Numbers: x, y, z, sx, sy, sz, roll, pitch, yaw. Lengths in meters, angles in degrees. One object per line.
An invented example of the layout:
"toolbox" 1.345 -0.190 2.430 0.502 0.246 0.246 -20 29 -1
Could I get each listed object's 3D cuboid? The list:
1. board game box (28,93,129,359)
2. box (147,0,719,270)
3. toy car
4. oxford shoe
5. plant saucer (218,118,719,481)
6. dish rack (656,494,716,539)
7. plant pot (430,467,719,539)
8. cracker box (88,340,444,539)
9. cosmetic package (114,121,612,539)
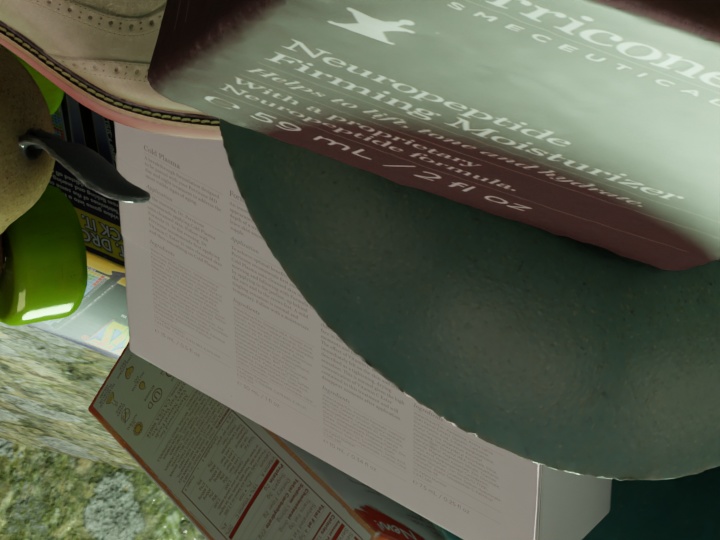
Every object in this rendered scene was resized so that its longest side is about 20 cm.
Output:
"board game box" -0.116 -0.041 1.245 0.200 0.166 0.057 25 129 -39
"box" 0.066 -0.110 0.667 0.166 0.165 0.200 18 168 -16
"toy car" -0.158 -0.027 1.002 0.164 0.158 0.200 -10 -168 -27
"oxford shoe" -0.082 -0.100 0.904 0.199 0.071 0.075 17 147 -8
"plant saucer" 0.056 -0.033 0.805 0.201 0.201 0.039 19 136 -20
"dish rack" 0.153 0.065 1.152 0.171 0.200 0.044 24 147 43
"plant pot" 0.120 0.030 1.036 0.200 0.135 0.201 26 132 32
"cracker box" -0.010 0.100 1.159 0.134 0.058 0.200 26 -170 -40
"cosmetic package" 0.000 0.000 0.988 0.200 0.052 0.151 28 138 30
